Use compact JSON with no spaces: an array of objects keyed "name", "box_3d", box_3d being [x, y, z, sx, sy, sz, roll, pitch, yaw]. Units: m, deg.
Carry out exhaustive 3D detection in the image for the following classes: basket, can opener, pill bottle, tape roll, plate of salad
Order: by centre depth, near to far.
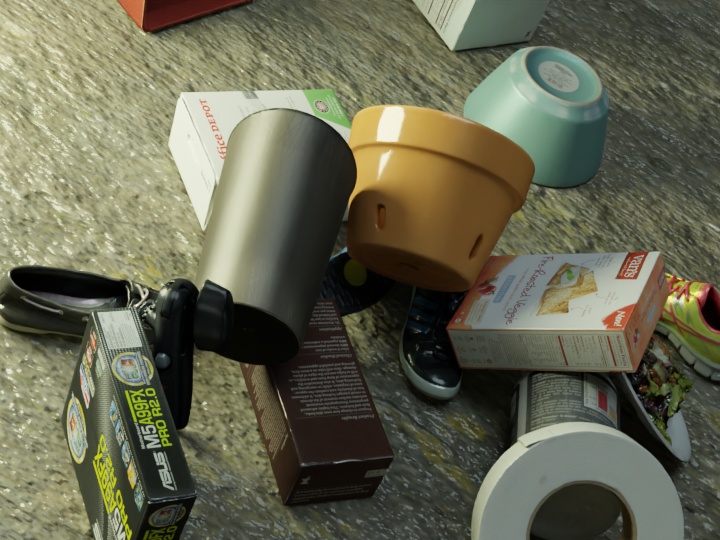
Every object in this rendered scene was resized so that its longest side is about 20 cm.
[{"name":"can opener","box_3d":[-0.168,0.088,1.251,0.078,0.201,0.063,27,38,14]},{"name":"tape roll","box_3d":[0.202,0.243,1.285,0.201,0.205,0.037,17,4,-8]},{"name":"basket","box_3d":[-0.089,-0.022,1.329,0.135,0.181,0.202,14,59,-1]},{"name":"pill bottle","box_3d":[0.209,0.164,1.405,0.115,0.117,0.201,18,43,-7]},{"name":"plate of salad","box_3d":[0.316,0.111,1.489,0.200,0.048,0.201,50,23,-30]}]

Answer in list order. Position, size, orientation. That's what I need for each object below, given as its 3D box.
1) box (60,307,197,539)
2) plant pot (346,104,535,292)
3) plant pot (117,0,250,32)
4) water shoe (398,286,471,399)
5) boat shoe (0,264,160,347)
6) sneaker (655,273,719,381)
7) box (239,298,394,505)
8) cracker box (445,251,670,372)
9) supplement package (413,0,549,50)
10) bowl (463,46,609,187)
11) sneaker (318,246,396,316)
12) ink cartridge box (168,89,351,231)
[{"name":"box","box_3d":[-0.205,0.159,1.195,0.044,0.161,0.201,-3,50,-28]},{"name":"plant pot","box_3d":[0.068,-0.066,1.430,0.198,0.200,0.141,19,77,-6]},{"name":"plant pot","box_3d":[-0.248,-0.450,1.749,0.176,0.201,0.199,36,43,28]},{"name":"water shoe","box_3d":[0.086,0.046,1.491,0.071,0.079,0.201,13,45,-11]},{"name":"boat shoe","box_3d":[-0.260,0.033,1.364,0.198,0.057,0.067,6,46,-19]},{"name":"sneaker","box_3d":[0.380,0.035,1.626,0.200,0.091,0.078,39,47,17]},{"name":"box","box_3d":[-0.049,0.126,1.361,0.099,0.075,0.201,-1,47,-25]},{"name":"cracker box","box_3d":[0.205,0.041,1.425,0.198,0.058,0.134,-1,35,31]},{"name":"supplement package","box_3d":[0.159,-0.437,1.933,0.151,0.151,0.201,-12,55,-33]},{"name":"bowl","box_3d":[0.244,-0.215,1.795,0.199,0.105,0.202,13,46,-13]},{"name":"sneaker","box_3d":[0.000,0.000,1.514,0.200,0.078,0.066,-36,99,-39]},{"name":"ink cartridge box","box_3d":[-0.104,-0.129,1.569,0.198,0.085,0.147,-5,50,-27]}]
